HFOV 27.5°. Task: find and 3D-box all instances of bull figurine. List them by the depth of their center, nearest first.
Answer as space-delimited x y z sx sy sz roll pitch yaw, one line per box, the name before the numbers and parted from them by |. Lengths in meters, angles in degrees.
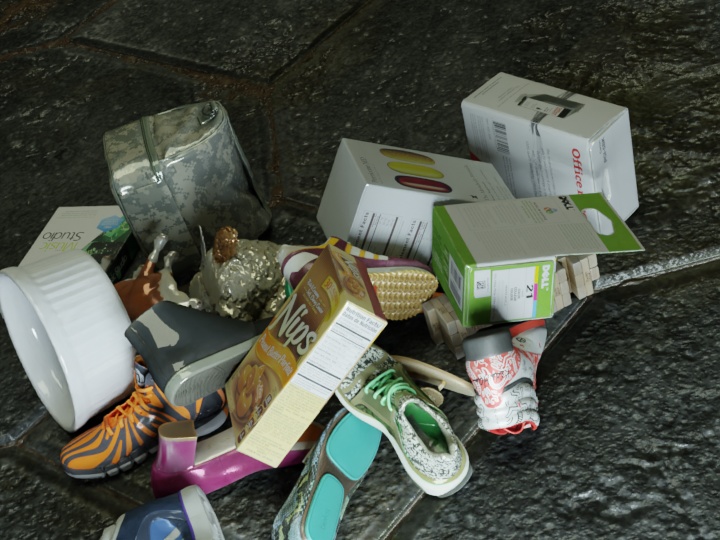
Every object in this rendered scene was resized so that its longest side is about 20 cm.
bull figurine | -0.264 0.030 1.771 0.198 0.065 0.123 -14 52 39

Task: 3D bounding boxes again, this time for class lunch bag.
lunch bag | -0.216 -0.105 1.867 0.166 0.201 0.140 -20 39 1

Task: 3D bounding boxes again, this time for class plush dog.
plush dog | -0.096 0.014 1.728 0.170 0.162 0.200 -4 31 -23

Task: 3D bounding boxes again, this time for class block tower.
block tower | 0.172 0.030 1.659 0.198 0.054 0.058 -25 37 -9

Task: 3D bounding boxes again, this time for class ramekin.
ramekin | -0.331 0.074 1.687 0.097 0.202 0.200 -26 37 -24

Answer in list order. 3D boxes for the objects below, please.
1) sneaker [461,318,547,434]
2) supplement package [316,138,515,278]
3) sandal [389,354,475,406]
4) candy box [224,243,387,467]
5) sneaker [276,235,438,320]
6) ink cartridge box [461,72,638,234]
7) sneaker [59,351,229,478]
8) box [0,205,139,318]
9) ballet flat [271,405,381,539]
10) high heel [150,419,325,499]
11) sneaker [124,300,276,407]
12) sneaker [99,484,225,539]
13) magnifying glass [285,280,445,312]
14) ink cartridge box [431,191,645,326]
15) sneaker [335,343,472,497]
sneaker | 0.159 0.112 1.549 0.066 0.109 0.201 -12 0 20
supplement package | 0.066 -0.066 1.703 0.198 0.111 0.114 7 30 -23
sandal | 0.031 0.126 1.593 0.210 0.078 0.070 20 79 35
candy box | -0.059 0.086 1.497 0.201 0.055 0.116 -54 27 19
sneaker | 0.000 0.000 1.618 0.199 0.075 0.090 6 34 -44
ink cartridge box | 0.230 -0.139 1.774 0.199 0.148 0.083 24 50 40
sneaker | -0.251 0.147 1.625 0.198 0.113 0.078 -24 37 -10
box | -0.376 -0.013 1.944 0.143 0.037 0.201 -1 41 21
ballet flat | -0.040 0.213 1.504 0.073 0.075 0.201 3 37 24
high heel | -0.123 0.209 1.568 0.197 0.097 0.068 -2 30 -16
sneaker | -0.152 0.065 1.596 0.199 0.075 0.106 -19 57 -41
sneaker | -0.197 0.311 1.435 0.145 0.081 0.201 -27 40 0
magnifying glass | 0.011 0.028 1.673 0.197 0.022 0.081 8 69 -17
ink cartridge box | 0.189 -0.015 1.595 0.197 0.077 0.148 -5 29 -10
sneaker | 0.042 0.132 1.486 0.077 0.089 0.200 -38 72 -20
